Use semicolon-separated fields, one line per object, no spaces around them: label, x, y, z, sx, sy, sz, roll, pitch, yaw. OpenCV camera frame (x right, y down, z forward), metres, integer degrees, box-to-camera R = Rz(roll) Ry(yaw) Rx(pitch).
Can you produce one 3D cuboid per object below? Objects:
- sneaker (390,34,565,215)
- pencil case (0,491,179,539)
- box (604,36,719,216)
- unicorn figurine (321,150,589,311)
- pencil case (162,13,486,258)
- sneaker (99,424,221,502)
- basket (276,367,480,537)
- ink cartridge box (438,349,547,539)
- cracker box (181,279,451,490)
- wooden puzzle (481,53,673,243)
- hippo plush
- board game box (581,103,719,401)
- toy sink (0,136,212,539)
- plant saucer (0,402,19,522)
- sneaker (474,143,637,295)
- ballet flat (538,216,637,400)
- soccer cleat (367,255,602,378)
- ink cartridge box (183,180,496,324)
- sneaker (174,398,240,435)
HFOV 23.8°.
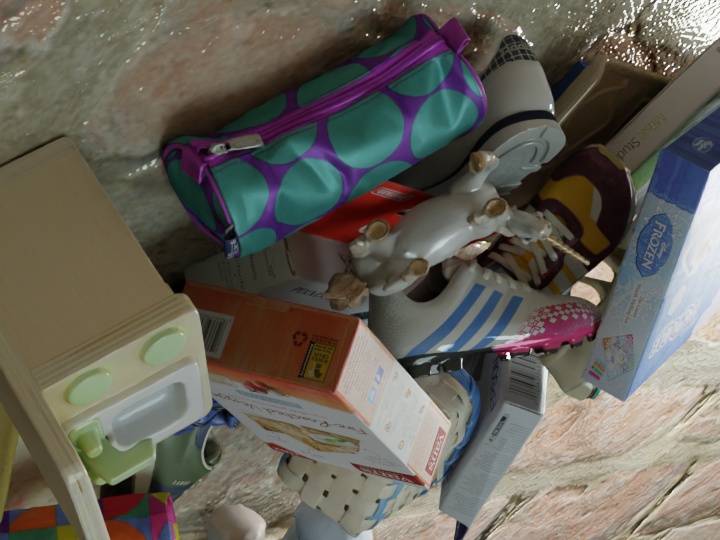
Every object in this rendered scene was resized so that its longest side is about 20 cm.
sneaker;0.069;-0.088;1.210;0.076;0.081;0.200;-3;159;-38
pencil case;-0.225;0.217;1.258;0.198;0.089;0.089;-4;147;-7
box;0.263;-0.105;1.376;0.144;0.036;0.200;-44;162;10
unicorn figurine;0.062;-0.026;1.142;0.198;0.074;0.137;-15;170;-6
pencil case;-0.021;-0.086;1.084;0.199;0.085;0.093;-30;154;-14
sneaker;-0.149;0.158;1.339;0.089;0.067;0.201;-15;144;-25
basket;0.031;0.105;1.408;0.200;0.139;0.177;-36;160;-47
ink cartridge box;0.107;0.110;1.468;0.040;0.200;0.201;19;131;-7
cracker box;-0.033;0.082;1.170;0.200;0.133;0.058;49;56;-58
wooden puzzle;0.161;-0.095;1.341;0.185;0.046;0.199;-48;156;23
hippo plush;-0.054;0.291;1.574;0.160;0.160;0.201;-18;148;-32
board game box;0.251;-0.028;1.281;0.200;0.043;0.200;-34;146;-50
toy sink;-0.159;0.046;1.001;0.111;0.201;0.131;-28;152;-15
plant saucer;-0.324;0.134;1.115;0.199;0.049;0.201;-18;148;-32
sneaker;0.136;-0.010;1.295;0.090;0.075;0.201;-31;159;-41
ballet flat;0.205;0.009;1.369;0.201;0.069;0.070;-57;159;-18
soccer cleat;0.092;0.024;1.228;0.199;0.087;0.070;-8;177;-33
ink cartridge box;0.000;0.000;1.229;0.173;0.044;0.199;-22;162;28
sneaker;-0.131;0.077;1.194;0.199;0.075;0.079;9;90;-54
